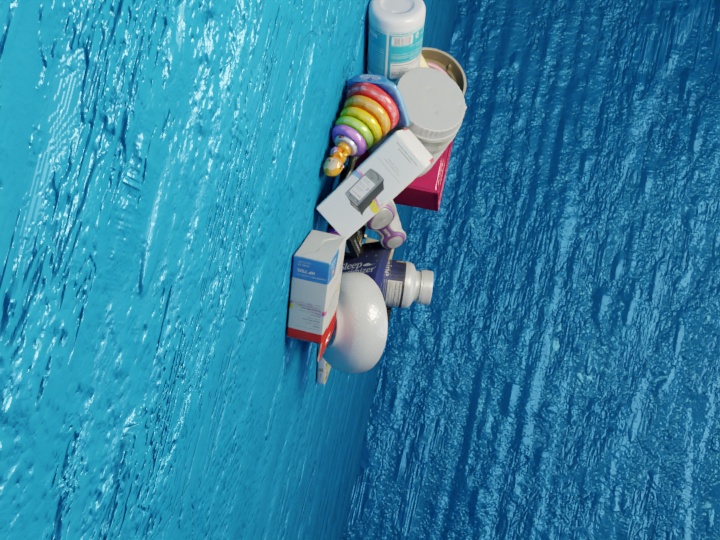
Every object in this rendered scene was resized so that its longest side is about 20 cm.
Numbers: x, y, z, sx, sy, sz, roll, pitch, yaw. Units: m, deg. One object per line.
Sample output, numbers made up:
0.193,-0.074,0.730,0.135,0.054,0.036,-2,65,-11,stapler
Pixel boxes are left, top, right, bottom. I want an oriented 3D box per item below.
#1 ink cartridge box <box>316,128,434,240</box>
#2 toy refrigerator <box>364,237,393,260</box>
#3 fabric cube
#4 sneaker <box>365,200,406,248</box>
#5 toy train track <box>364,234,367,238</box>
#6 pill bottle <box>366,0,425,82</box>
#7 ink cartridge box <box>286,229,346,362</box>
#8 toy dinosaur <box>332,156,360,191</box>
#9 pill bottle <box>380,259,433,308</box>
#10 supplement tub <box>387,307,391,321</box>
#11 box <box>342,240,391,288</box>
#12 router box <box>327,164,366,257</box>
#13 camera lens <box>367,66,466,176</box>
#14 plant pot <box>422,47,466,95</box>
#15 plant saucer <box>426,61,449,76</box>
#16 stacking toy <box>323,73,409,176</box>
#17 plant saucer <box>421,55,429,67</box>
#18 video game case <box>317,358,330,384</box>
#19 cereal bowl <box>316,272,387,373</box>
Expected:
0.030,-0.161,1.255,0.200,0.086,0.148,-42,-177,19,ink cartridge box
0.025,0.026,1.748,0.070,0.075,0.201,-66,170,-75,toy refrigerator
0.105,-0.266,1.607,0.200,0.198,0.197,53,50,-80,fabric cube
0.039,-0.125,1.484,0.200,0.075,0.100,62,6,-60,sneaker
-0.002,-0.067,1.751,0.200,0.032,0.115,81,22,-73,toy train track
0.068,-0.446,1.381,0.200,0.110,0.111,93,12,-54,pill bottle
-0.079,0.045,1.214,0.116,0.067,0.201,-63,164,-62,ink cartridge box
-0.011,-0.247,1.367,0.088,0.047,0.201,103,7,-54,toy dinosaur
0.070,0.030,1.651,0.111,0.199,0.112,7,90,-90,pill bottle
0.026,0.087,1.862,0.123,0.122,0.201,-24,125,-81,supplement tub
0.000,0.000,1.554,0.032,0.121,0.201,56,38,-37,box
-0.017,-0.122,1.480,0.200,0.051,0.150,64,40,-78,router box
0.107,-0.292,1.398,0.200,0.159,0.161,128,-21,-64,camera lens
0.173,-0.477,1.910,0.184,0.199,0.201,112,-7,-69,plant pot
0.142,-0.426,1.744,0.051,0.199,0.202,-134,-129,-65,plant saucer
-0.010,-0.245,1.229,0.200,0.116,0.110,-57,142,-23,stacking toy
0.113,-0.472,1.597,0.200,0.048,0.200,55,24,-17,plant saucer
-0.066,0.138,1.641,0.200,0.023,0.183,-72,170,-47,video game case
-0.037,0.103,1.353,0.200,0.083,0.201,-3,-94,55,cereal bowl
